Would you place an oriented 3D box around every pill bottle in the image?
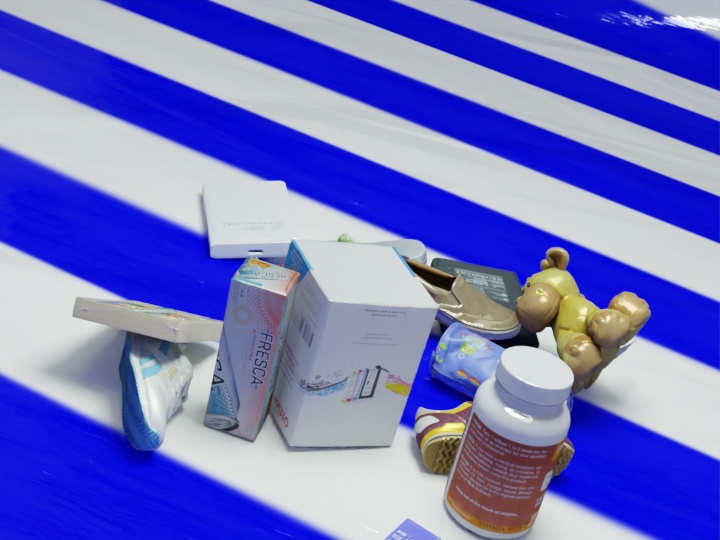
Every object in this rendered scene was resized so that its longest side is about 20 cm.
[{"bbox_3d":[0.170,0.192,1.489,0.111,0.202,0.112,12,27,-6],"label":"pill bottle"}]

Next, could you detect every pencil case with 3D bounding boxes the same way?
[{"bbox_3d":[0.180,0.146,1.719,0.199,0.079,0.087,30,37,26],"label":"pencil case"}]

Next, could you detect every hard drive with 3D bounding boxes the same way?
[{"bbox_3d":[-0.167,-0.078,1.992,0.130,0.027,0.201,-2,30,-10],"label":"hard drive"},{"bbox_3d":[0.179,0.052,1.946,0.138,0.033,0.201,11,27,-9],"label":"hard drive"}]

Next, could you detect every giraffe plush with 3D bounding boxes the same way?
[{"bbox_3d":[0.280,0.061,1.785,0.162,0.173,0.200,45,17,15],"label":"giraffe plush"}]

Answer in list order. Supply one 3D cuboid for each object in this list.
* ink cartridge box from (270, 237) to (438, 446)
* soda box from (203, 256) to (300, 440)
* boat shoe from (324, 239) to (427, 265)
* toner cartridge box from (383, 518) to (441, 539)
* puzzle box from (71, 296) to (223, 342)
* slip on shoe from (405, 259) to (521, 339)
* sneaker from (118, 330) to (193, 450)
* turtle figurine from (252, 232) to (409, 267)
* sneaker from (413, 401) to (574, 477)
[{"bbox_3d":[-0.022,0.088,1.584,0.143,0.202,0.147,4,28,-26],"label":"ink cartridge box"},{"bbox_3d":[-0.125,0.090,1.523,0.068,0.202,0.064,16,26,6],"label":"soda box"},{"bbox_3d":[0.000,0.000,1.913,0.198,0.066,0.074,1,34,17],"label":"boat shoe"},{"bbox_3d":[0.003,0.325,1.266,0.043,0.096,0.200,27,29,21],"label":"toner cartridge box"},{"bbox_3d":[-0.248,0.060,1.600,0.132,0.026,0.200,13,0,10],"label":"puzzle box"},{"bbox_3d":[0.132,0.037,1.844,0.198,0.061,0.076,21,31,7],"label":"slip on shoe"},{"bbox_3d":[-0.232,0.133,1.526,0.080,0.077,0.201,9,29,-17],"label":"sneaker"},{"bbox_3d":[-0.043,0.030,1.749,0.192,0.145,0.200,-3,28,-25],"label":"turtle figurine"},{"bbox_3d":[0.163,0.199,1.613,0.198,0.075,0.090,8,33,-17],"label":"sneaker"}]
